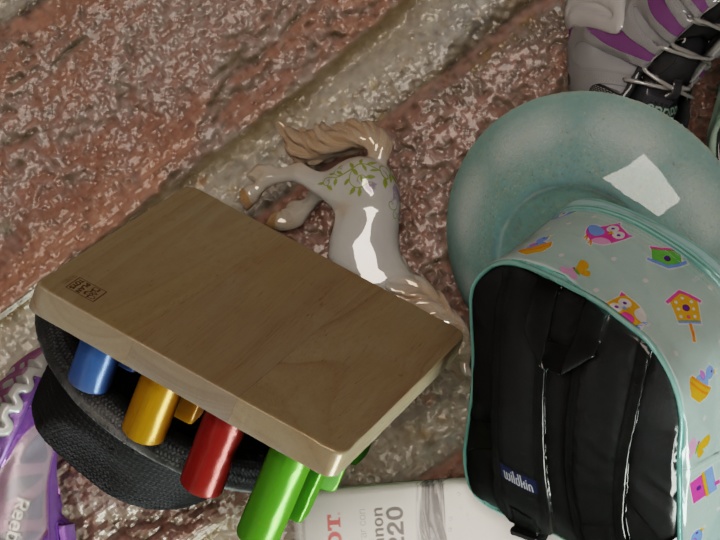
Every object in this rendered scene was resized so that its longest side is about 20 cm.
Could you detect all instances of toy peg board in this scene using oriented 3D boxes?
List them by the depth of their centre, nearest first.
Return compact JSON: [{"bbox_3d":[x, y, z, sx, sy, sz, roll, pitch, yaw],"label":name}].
[{"bbox_3d":[-0.074,0.062,1.414,0.199,0.200,0.098,28,116,12],"label":"toy peg board"}]

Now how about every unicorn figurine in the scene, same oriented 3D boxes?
[{"bbox_3d":[0.000,0.000,1.514,0.137,0.074,0.200,-8,97,21],"label":"unicorn figurine"}]

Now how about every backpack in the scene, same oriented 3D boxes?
[{"bbox_3d":[0.150,0.060,1.357,0.153,0.200,0.176,-37,47,-26],"label":"backpack"}]

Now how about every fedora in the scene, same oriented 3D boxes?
[{"bbox_3d":[-0.128,0.087,1.486,0.201,0.201,0.092,44,118,9],"label":"fedora"}]

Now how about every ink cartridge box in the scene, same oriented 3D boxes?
[{"bbox_3d":[0.062,0.200,1.481,0.200,0.085,0.146,-5,82,6],"label":"ink cartridge box"}]

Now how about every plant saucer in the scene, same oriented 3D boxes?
[{"bbox_3d":[0.138,-0.008,1.473,0.201,0.039,0.201,9,113,22],"label":"plant saucer"}]

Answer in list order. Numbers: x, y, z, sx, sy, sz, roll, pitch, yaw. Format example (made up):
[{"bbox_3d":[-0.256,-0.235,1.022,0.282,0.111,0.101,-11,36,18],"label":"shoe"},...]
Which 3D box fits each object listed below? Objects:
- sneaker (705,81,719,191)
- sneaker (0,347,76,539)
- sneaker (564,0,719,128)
[{"bbox_3d":[0.260,-0.120,1.490,0.074,0.118,0.201,12,83,7],"label":"sneaker"},{"bbox_3d":[-0.215,0.147,1.519,0.088,0.080,0.200,24,74,-14],"label":"sneaker"},{"bbox_3d":[0.193,-0.122,1.468,0.078,0.200,0.140,12,79,-26],"label":"sneaker"}]
